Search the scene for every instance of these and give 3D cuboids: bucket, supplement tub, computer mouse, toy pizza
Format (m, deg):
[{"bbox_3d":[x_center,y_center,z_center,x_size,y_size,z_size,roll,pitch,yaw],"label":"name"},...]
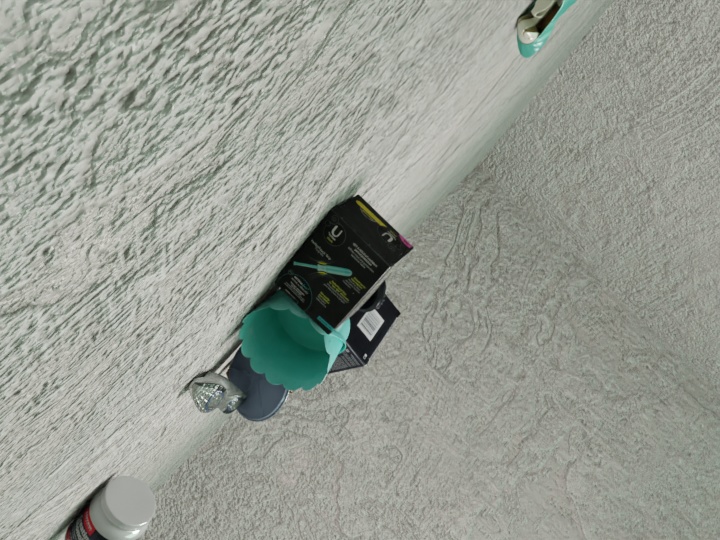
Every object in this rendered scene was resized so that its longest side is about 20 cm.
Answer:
[{"bbox_3d":[-0.125,0.126,1.493,0.207,0.207,0.135,-49,180,38],"label":"bucket"},{"bbox_3d":[-0.567,0.574,1.681,0.200,0.140,0.140,-48,176,25],"label":"supplement tub"},{"bbox_3d":[0.000,0.000,1.525,0.053,0.201,0.139,13,130,-49],"label":"computer mouse"},{"bbox_3d":[-0.225,0.244,1.697,0.200,0.201,0.032,-48,145,19],"label":"toy pizza"}]

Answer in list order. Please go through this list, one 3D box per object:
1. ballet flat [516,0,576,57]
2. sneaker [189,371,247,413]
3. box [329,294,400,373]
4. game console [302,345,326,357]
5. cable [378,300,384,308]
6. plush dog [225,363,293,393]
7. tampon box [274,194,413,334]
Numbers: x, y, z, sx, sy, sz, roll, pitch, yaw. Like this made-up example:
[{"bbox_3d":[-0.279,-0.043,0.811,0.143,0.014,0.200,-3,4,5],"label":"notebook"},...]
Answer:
[{"bbox_3d":[0.327,-0.467,1.356,0.070,0.068,0.200,-16,160,-30],"label":"ballet flat"},{"bbox_3d":[-0.325,0.260,1.617,0.075,0.087,0.200,-44,158,-2],"label":"sneaker"},{"bbox_3d":[-0.037,0.152,1.896,0.200,0.118,0.197,-21,-156,47],"label":"box"},{"bbox_3d":[-0.143,0.147,1.641,0.177,0.200,0.031,-45,144,-9],"label":"game console"},{"bbox_3d":[-0.020,0.040,1.735,0.163,0.199,0.051,-13,-122,48],"label":"cable"},{"bbox_3d":[-0.227,0.216,1.887,0.200,0.160,0.172,-46,-156,25],"label":"plush dog"},{"bbox_3d":[-0.030,-0.012,1.389,0.200,0.150,0.126,-48,175,30],"label":"tampon box"}]
